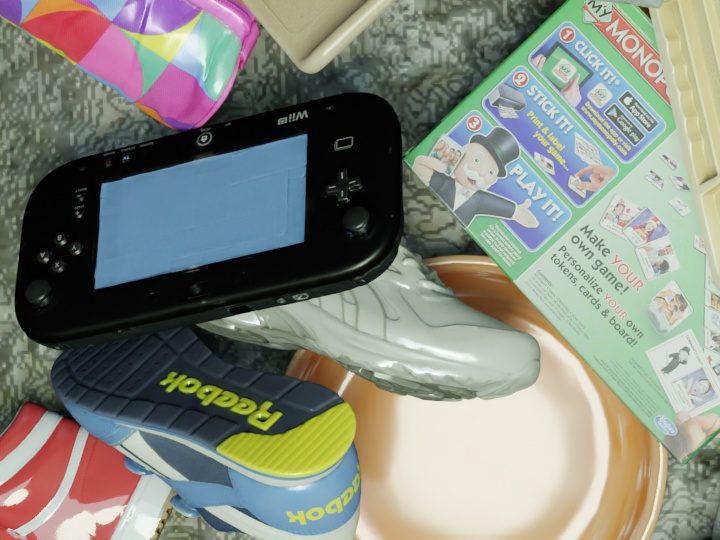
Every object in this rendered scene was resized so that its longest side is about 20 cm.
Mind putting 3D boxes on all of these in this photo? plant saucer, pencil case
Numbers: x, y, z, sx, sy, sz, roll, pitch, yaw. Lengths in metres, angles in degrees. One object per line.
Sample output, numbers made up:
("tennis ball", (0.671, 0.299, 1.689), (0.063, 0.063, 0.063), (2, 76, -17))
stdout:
("plant saucer", (0.054, 0.091, 1.280), (0.200, 0.037, 0.201), (0, 95, 3))
("pencil case", (-0.140, -0.149, 1.224), (0.200, 0.088, 0.088), (33, 97, -17))

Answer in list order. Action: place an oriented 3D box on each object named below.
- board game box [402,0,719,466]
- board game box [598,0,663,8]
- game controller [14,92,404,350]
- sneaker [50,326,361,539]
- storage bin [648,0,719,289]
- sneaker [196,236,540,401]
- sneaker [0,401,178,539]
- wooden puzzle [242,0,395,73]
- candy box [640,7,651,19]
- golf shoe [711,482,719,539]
("board game box", (0.135, -0.026, 1.209), (0.135, 0.029, 0.200), (-43, 81, 7))
("board game box", (0.090, -0.221, 1.105), (0.147, 0.064, 0.200), (11, 78, 44))
("game controller", (-0.072, -0.024, 1.204), (0.200, 0.042, 0.105), (-12, 63, 19))
("sneaker", (-0.077, 0.083, 1.239), (0.074, 0.200, 0.082), (-40, 132, -26))
("storage bin", (0.247, -0.098, 1.142), (0.200, 0.094, 0.199), (-11, 87, -20))
("sneaker", (0.000, 0.000, 1.221), (0.200, 0.078, 0.100), (18, 83, 20))
("sneaker", (-0.180, 0.163, 1.285), (0.112, 0.071, 0.200), (28, 90, -2))
("wooden puzzle", (-0.005, -0.214, 1.227), (0.185, 0.046, 0.200), (-42, 62, 6))
("candy box", (0.203, -0.130, 1.255), (0.102, 0.026, 0.200), (40, 96, -5))
("golf shoe", (0.203, 0.094, 1.254), (0.097, 0.078, 0.200), (-36, 91, 12))
